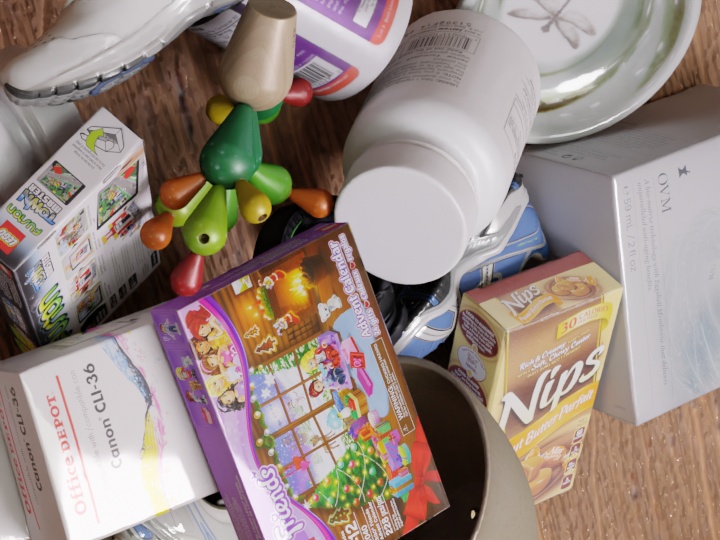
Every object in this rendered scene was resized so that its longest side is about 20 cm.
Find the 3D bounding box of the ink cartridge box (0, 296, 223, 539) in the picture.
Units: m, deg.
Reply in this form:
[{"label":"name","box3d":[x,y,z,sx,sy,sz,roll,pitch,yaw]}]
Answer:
[{"label":"ink cartridge box","box3d":[-0.156,0.097,1.279,0.199,0.067,0.117,-21,100,-30]}]

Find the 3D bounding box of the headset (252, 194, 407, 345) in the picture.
[{"label":"headset","box3d":[0.000,0.000,1.429,0.200,0.093,0.124,-38,113,-56]}]

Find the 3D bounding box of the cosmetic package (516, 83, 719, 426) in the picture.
[{"label":"cosmetic package","box3d":[0.239,-0.017,1.600,0.199,0.123,0.201,-21,114,-31]}]

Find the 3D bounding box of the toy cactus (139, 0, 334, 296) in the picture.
[{"label":"toy cactus","box3d":[-0.065,-0.085,1.272,0.200,0.102,0.166,-54,164,-56]}]

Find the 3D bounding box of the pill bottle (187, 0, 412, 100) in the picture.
[{"label":"pill bottle","box3d":[-0.071,-0.197,1.335,0.199,0.111,0.112,26,87,-37]}]

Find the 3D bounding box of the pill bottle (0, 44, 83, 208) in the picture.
[{"label":"pill bottle","box3d":[-0.265,-0.046,1.233,0.199,0.113,0.114,-35,120,-25]}]

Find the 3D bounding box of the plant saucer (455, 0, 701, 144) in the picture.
[{"label":"plant saucer","box3d":[0.150,-0.187,1.508,0.199,0.050,0.201,-13,133,-14]}]

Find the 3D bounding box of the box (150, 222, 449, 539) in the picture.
[{"label":"box","box3d":[-0.034,0.088,1.294,0.136,0.039,0.201,-28,104,-31]}]

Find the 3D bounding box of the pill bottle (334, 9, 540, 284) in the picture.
[{"label":"pill bottle","box3d":[0.050,-0.082,1.394,0.200,0.114,0.115,-65,140,-53]}]

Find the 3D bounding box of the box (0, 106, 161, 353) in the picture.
[{"label":"box","box3d":[-0.176,-0.013,1.275,0.110,0.035,0.200,-47,168,-17]}]

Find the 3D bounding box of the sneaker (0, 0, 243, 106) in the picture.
[{"label":"sneaker","box3d":[-0.135,-0.166,1.217,0.200,0.074,0.087,-38,99,-22]}]

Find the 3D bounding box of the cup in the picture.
[{"label":"cup","box3d":[0.045,0.179,1.445,0.143,0.200,0.201,33,82,-45]}]

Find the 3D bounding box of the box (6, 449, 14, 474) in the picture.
[{"label":"box","box3d":[-0.154,0.094,1.372,0.199,0.082,0.069,-27,116,-26]}]

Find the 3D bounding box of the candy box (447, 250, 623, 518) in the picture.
[{"label":"candy box","box3d":[0.119,0.092,1.539,0.115,0.055,0.201,-19,135,-33]}]

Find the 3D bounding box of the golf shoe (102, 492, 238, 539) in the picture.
[{"label":"golf shoe","box3d":[-0.097,0.204,1.447,0.097,0.078,0.200,-51,126,-21]}]

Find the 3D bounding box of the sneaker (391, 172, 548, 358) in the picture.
[{"label":"sneaker","box3d":[0.067,0.020,1.513,0.200,0.076,0.077,-47,119,-15]}]
